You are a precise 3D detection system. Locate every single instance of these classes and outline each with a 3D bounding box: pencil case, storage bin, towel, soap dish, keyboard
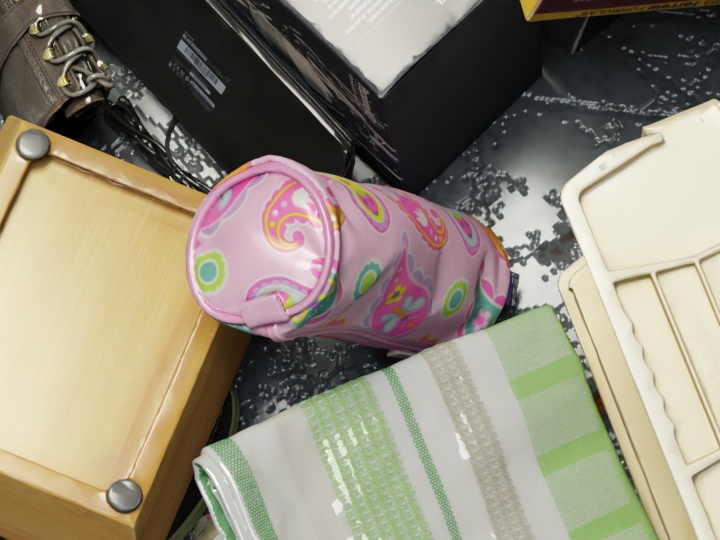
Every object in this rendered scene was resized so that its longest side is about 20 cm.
[{"bbox_3d":[0.000,0.000,1.074,0.087,0.200,0.088,-4,81,28],"label":"pencil case"},{"bbox_3d":[0.163,0.046,1.043,0.094,0.200,0.199,-21,77,1],"label":"storage bin"},{"bbox_3d":[0.037,0.115,1.052,0.200,0.031,0.149,-23,88,-21],"label":"towel"},{"bbox_3d":[-0.138,0.033,1.082,0.157,0.081,0.200,23,70,-1],"label":"soap dish"},{"bbox_3d":[-0.086,-0.091,1.155,0.200,0.127,0.021,48,44,14],"label":"keyboard"}]

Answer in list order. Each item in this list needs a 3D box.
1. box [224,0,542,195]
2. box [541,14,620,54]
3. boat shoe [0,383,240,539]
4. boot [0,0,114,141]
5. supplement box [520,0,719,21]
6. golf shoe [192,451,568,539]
[{"bbox_3d":[-0.009,-0.151,1.101,0.104,0.200,0.182,-45,77,-5],"label":"box"},{"bbox_3d":[0.115,-0.253,1.122,0.200,0.117,0.197,-40,76,-23],"label":"box"},{"bbox_3d":[-0.134,0.128,1.129,0.073,0.065,0.200,34,84,12],"label":"boat shoe"},{"bbox_3d":[-0.170,-0.158,1.141,0.069,0.200,0.174,-19,69,-29],"label":"boot"},{"bbox_3d":[0.120,-0.223,0.983,0.131,0.103,0.200,-8,67,-17],"label":"supplement box"},{"bbox_3d":[0.016,0.125,1.110,0.200,0.073,0.092,-17,79,3],"label":"golf shoe"}]
